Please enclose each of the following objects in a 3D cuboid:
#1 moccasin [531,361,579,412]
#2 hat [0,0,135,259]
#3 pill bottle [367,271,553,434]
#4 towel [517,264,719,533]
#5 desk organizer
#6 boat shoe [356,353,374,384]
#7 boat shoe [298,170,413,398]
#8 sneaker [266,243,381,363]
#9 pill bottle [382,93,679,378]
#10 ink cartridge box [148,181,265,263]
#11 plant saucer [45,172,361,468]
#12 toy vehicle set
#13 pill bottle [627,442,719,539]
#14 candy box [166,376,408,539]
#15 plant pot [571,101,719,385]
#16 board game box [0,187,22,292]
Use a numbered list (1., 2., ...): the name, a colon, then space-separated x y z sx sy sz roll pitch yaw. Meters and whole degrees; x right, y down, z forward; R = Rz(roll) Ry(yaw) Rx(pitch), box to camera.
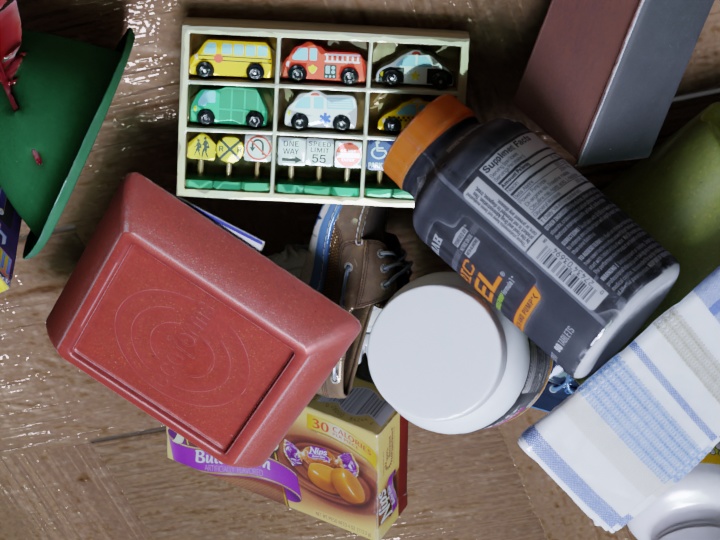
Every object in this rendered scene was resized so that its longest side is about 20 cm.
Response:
1. moccasin: 0.157 0.075 1.764 0.200 0.081 0.068 1 144 26
2. hat: -0.262 -0.132 1.554 0.176 0.200 0.166 25 161 -12
3. pill bottle: 0.071 0.059 1.651 0.116 0.117 0.200 -9 177 13
4. towel: 0.210 0.085 1.563 0.200 0.024 0.147 -42 136 4
5. desk organizer: 0.178 -0.175 1.522 0.072 0.077 0.200 -9 131 -39
6. boat shoe: 0.000 0.112 1.850 0.062 0.075 0.200 28 138 -27
7. boat shoe: 0.000 0.000 1.678 0.072 0.072 0.200 26 109 16
8. sneaker: -0.066 0.014 1.757 0.200 0.075 0.081 9 111 2
9. pill bottle: 0.108 -0.030 1.536 0.200 0.106 0.106 43 136 14
10. ink cartridge box: -0.129 0.017 1.691 0.095 0.037 0.200 27 137 6
11. plant saucer: -0.125 0.049 1.669 0.200 0.037 0.200 34 135 -1
12. toy vehicle set: -0.027 -0.110 1.602 0.200 0.027 0.124 2 109 0
13. pill bottle: 0.252 0.148 1.774 0.104 0.200 0.104 -1 142 -1
14. candy box: -0.060 0.124 1.804 0.200 0.056 0.117 19 132 22
15. plant pot: 0.237 -0.013 1.633 0.200 0.200 0.184 28 121 -25
16. board game box: -0.302 -0.100 1.565 0.057 0.165 0.200 -16 134 19
